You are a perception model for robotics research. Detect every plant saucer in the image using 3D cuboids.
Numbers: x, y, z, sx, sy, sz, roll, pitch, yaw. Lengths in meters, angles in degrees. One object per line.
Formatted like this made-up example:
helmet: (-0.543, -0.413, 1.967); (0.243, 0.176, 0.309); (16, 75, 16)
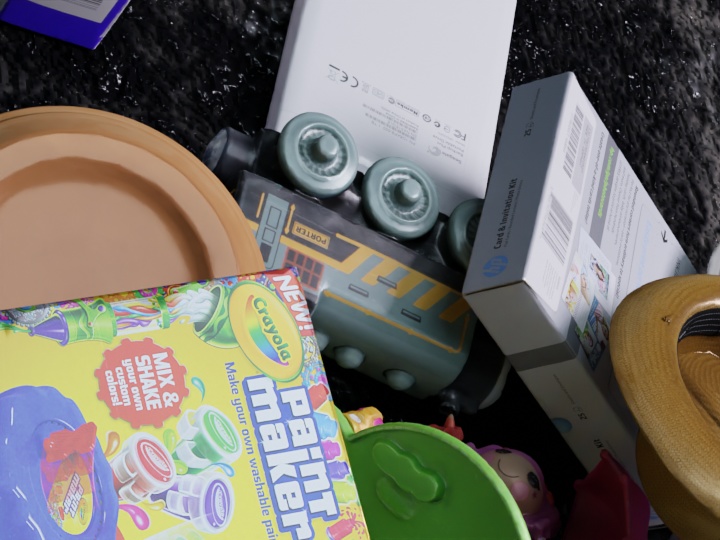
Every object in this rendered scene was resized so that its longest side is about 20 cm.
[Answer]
plant saucer: (-0.136, 0.012, 1.234); (0.200, 0.037, 0.200); (6, 71, -17)

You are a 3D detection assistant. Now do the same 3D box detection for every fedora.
fedora: (0.198, 0.091, 1.294); (0.200, 0.082, 0.201); (16, 39, -14)

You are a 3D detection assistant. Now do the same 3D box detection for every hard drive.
hard drive: (0.020, -0.118, 1.482); (0.132, 0.027, 0.200); (26, 49, -17)

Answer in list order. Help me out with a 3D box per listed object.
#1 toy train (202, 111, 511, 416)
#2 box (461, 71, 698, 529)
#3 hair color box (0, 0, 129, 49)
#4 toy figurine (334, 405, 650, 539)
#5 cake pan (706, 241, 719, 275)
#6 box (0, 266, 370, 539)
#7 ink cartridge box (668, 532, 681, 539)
toy train: (0.000, 0.000, 1.355); (0.200, 0.085, 0.114); (26, 61, -20)
box: (0.130, 0.018, 1.391); (0.200, 0.041, 0.156); (52, 38, -35)
hair color box: (-0.143, -0.232, 1.391); (0.065, 0.109, 0.200); (16, 53, -26)
toy figurine: (0.060, 0.129, 1.296); (0.200, 0.150, 0.184); (40, 26, 30)
cake pan: (0.261, 0.064, 1.444); (0.200, 0.037, 0.200); (26, 40, -23)
box: (-0.106, 0.123, 1.116); (0.192, 0.122, 0.200); (-9, 72, -22)
ink cartridge box: (0.187, 0.235, 1.264); (0.145, 0.088, 0.200); (14, 44, 20)
